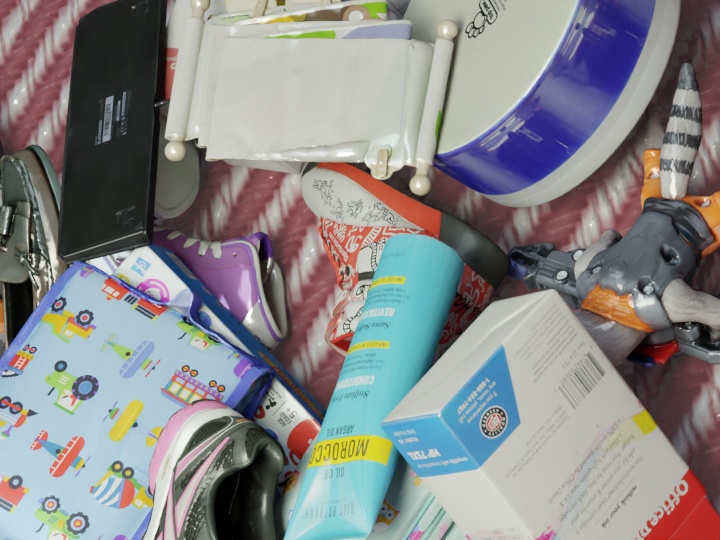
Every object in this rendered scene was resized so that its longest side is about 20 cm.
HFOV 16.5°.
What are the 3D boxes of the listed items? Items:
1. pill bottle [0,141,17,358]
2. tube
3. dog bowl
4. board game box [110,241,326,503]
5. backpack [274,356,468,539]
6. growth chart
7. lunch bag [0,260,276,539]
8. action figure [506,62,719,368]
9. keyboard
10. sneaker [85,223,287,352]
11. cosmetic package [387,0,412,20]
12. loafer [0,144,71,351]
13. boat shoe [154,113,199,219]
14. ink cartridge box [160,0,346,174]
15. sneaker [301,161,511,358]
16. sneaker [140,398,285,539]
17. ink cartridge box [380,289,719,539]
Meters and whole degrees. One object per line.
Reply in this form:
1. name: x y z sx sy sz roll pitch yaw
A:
1. pill bottle: -0.298 -0.021 1.798 0.106 0.106 0.200 -29 56 17
2. tube: 0.009 0.074 1.459 0.077 0.050 0.200 -21 43 52
3. dog bowl: 0.107 -0.146 1.582 0.200 0.079 0.200 -38 38 37
4. board game box: -0.134 0.120 1.618 0.200 0.056 0.196 45 96 15
5. backpack: 0.027 0.154 1.506 0.167 0.127 0.200 30 82 41
6. growth chart: -0.033 -0.121 1.582 0.199 0.018 0.145 6 64 21
7. lunch bag: -0.160 0.096 1.561 0.150 0.094 0.200 28 83 19
8. action figure: 0.164 -0.024 1.523 0.200 0.105 0.194 13 66 34
9. keyboard: -0.143 -0.103 1.646 0.127 0.021 0.200 -16 57 28
10. sneaker: -0.119 -0.007 1.709 0.114 0.073 0.201 -40 65 9
11. cosmetic package: -0.001 -0.251 1.722 0.051 0.083 0.200 -40 44 10
12. loafer: -0.227 0.015 1.710 0.072 0.063 0.201 -8 94 65
13. boat shoe: -0.150 -0.091 1.733 0.060 0.076 0.200 -20 26 17
14. ink cartridge box: -0.064 -0.183 1.724 0.067 0.116 0.200 9 73 35
15. sneaker: 0.000 0.000 1.610 0.201 0.067 0.108 27 77 48
16. sneaker: -0.094 0.179 1.472 0.086 0.080 0.201 9 91 55
17. ink cartridge box: 0.119 0.125 1.433 0.116 0.200 0.067 -45 15 -30
